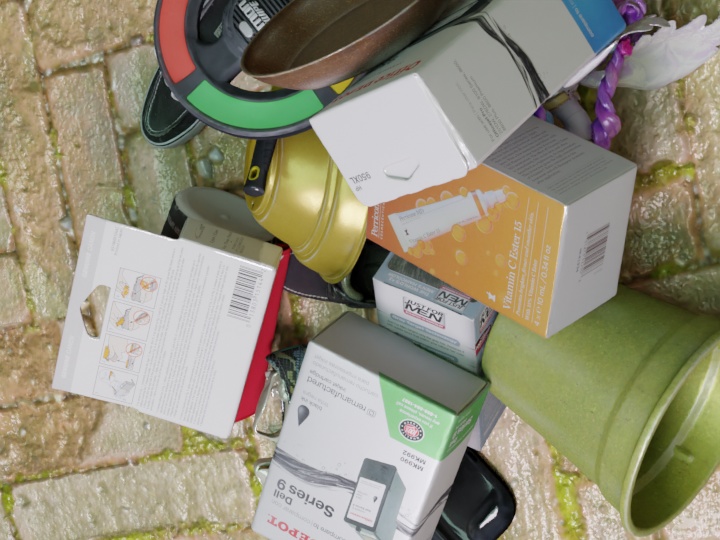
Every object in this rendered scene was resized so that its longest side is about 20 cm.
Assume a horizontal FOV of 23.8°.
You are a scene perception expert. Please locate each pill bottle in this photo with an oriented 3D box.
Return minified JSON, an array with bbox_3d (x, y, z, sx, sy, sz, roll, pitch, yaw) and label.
[{"bbox_3d":[-0.160,0.030,1.648,0.106,0.106,0.201,30,113,19],"label":"pill bottle"}]

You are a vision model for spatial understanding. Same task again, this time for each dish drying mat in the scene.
[{"bbox_3d":[-0.112,0.066,1.624,0.018,0.076,0.201,41,132,37],"label":"dish drying mat"}]

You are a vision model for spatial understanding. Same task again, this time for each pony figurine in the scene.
[{"bbox_3d":[0.186,-0.180,1.410,0.193,0.166,0.201,-44,64,35],"label":"pony figurine"}]

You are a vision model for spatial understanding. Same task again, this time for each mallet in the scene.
[{"bbox_3d":[-0.078,-0.153,1.462,0.065,0.041,0.202,7,64,28],"label":"mallet"}]

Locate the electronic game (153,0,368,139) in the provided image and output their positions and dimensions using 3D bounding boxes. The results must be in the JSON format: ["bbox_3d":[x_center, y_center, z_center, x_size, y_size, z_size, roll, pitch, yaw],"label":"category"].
[{"bbox_3d":[-0.077,-0.208,1.423,0.198,0.042,0.202,-2,80,11],"label":"electronic game"}]

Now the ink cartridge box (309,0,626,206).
[{"bbox_3d":[0.080,-0.146,1.271,0.085,0.200,0.144,55,146,-12],"label":"ink cartridge box"}]

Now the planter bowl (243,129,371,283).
[{"bbox_3d":[-0.053,-0.093,1.510,0.083,0.201,0.202,6,109,-19],"label":"planter bowl"}]

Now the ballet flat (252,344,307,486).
[{"bbox_3d":[-0.072,0.169,1.649,0.074,0.074,0.202,6,98,26],"label":"ballet flat"}]

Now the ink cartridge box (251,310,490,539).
[{"bbox_3d":[0.006,0.161,1.469,0.145,0.084,0.202,25,117,15],"label":"ink cartridge box"}]

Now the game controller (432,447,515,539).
[{"bbox_3d":[0.055,0.185,1.614,0.104,0.042,0.200,-46,79,13],"label":"game controller"}]

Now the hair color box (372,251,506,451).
[{"bbox_3d":[0.073,0.065,1.500,0.098,0.061,0.201,22,147,21],"label":"hair color box"}]

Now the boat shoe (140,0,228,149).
[{"bbox_3d":[-0.159,-0.193,1.618,0.074,0.068,0.199,49,118,10],"label":"boat shoe"}]

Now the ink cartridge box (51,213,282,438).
[{"bbox_3d":[-0.179,0.044,1.562,0.175,0.045,0.201,17,122,-2],"label":"ink cartridge box"}]

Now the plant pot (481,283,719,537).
[{"bbox_3d":[0.209,0.088,1.434,0.184,0.200,0.202,32,114,30],"label":"plant pot"}]

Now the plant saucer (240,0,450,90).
[{"bbox_3d":[0.001,-0.195,1.318,0.199,0.201,0.037,-20,117,29],"label":"plant saucer"}]

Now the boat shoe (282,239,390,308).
[{"bbox_3d":[0.000,0.000,1.579,0.198,0.065,0.073,3,106,28],"label":"boat shoe"}]

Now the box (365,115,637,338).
[{"bbox_3d":[0.110,-0.055,1.382,0.199,0.097,0.125,29,131,34],"label":"box"}]
